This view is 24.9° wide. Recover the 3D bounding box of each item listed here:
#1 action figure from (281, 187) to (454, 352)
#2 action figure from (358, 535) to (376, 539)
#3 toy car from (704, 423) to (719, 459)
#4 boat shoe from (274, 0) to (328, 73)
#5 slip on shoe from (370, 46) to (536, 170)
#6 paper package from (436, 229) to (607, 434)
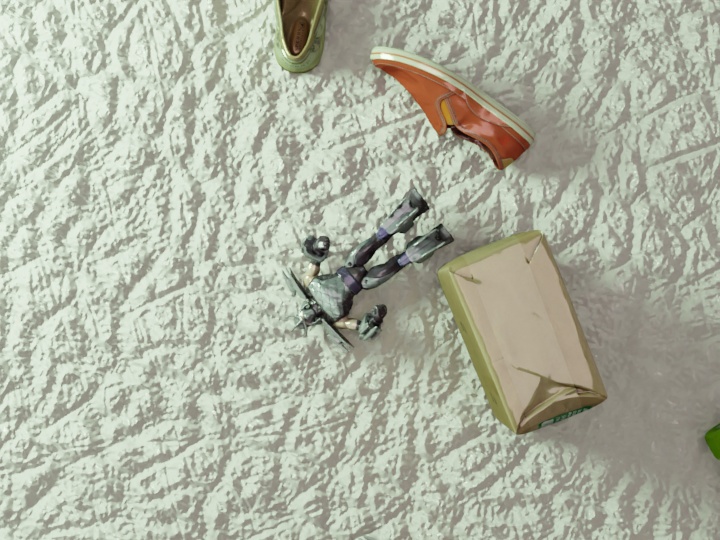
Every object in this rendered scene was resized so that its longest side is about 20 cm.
[{"bbox_3d":[0.000,0.000,1.739,0.200,0.069,0.130,-39,93,0],"label":"action figure"},{"bbox_3d":[0.002,0.366,1.707,0.130,0.069,0.200,44,91,-5],"label":"action figure"},{"bbox_3d":[0.499,0.194,1.727,0.199,0.158,0.165,-26,85,-30],"label":"toy car"},{"bbox_3d":[-0.060,-0.316,1.756,0.073,0.063,0.201,0,86,-1],"label":"boat shoe"},{"bbox_3d":[0.093,-0.177,1.751,0.200,0.074,0.061,34,89,-4],"label":"slip on shoe"},{"bbox_3d":[0.162,0.063,1.673,0.103,0.200,0.191,-22,89,-2],"label":"paper package"}]
